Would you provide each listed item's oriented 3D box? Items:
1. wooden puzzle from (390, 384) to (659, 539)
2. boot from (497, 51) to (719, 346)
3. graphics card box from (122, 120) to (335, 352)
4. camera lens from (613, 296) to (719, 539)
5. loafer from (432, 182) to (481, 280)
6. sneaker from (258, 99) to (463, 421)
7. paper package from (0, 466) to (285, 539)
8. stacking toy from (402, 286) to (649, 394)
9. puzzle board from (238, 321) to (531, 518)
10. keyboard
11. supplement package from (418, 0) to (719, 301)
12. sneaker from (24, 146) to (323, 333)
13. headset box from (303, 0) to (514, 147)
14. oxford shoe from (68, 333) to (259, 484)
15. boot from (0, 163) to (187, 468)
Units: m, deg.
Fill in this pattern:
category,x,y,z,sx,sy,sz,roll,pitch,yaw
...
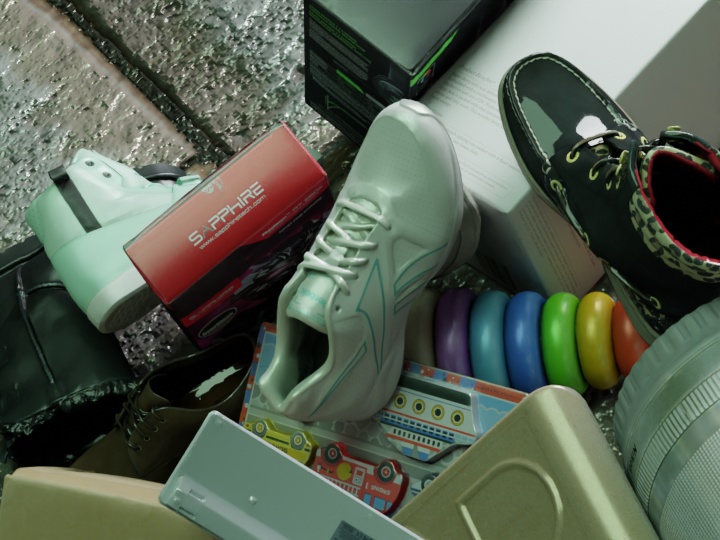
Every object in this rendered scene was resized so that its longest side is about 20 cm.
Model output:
category,x,y,z,sx,sy,sz,roll,pitch,yaw
wooden puzzle,0.087,0.191,1.141,0.200,0.046,0.186,-42,58,27
boot,0.150,-0.059,1.165,0.073,0.154,0.204,-29,75,-9
graphics card box,-0.073,-0.012,1.330,0.125,0.200,0.051,-39,78,-6
camera lens,0.237,0.124,1.087,0.160,0.160,0.200,-30,47,3
loafer,0.020,-0.014,1.299,0.070,0.200,0.070,-30,81,-21
sneaker,0.000,0.000,1.197,0.070,0.080,0.201,28,110,34
paper package,-0.112,0.219,1.189,0.199,0.103,0.191,6,87,31
stacking toy,0.128,0.042,1.266,0.199,0.085,0.086,-7,52,17
puzzle board,0.001,0.125,1.256,0.200,0.017,0.151,14,94,34
keyboard,-0.008,0.149,1.101,0.200,0.011,0.056,32,80,-3
supplement package,0.136,-0.094,1.336,0.200,0.120,0.121,-46,49,-12
sneaker,-0.126,-0.057,1.402,0.200,0.074,0.118,-33,72,-25
headset box,0.050,-0.182,1.382,0.093,0.200,0.174,39,75,11
oxford shoe,-0.136,0.103,1.348,0.200,0.084,0.073,-37,49,-2
boot,-0.182,0.034,1.434,0.198,0.073,0.163,-30,48,6
